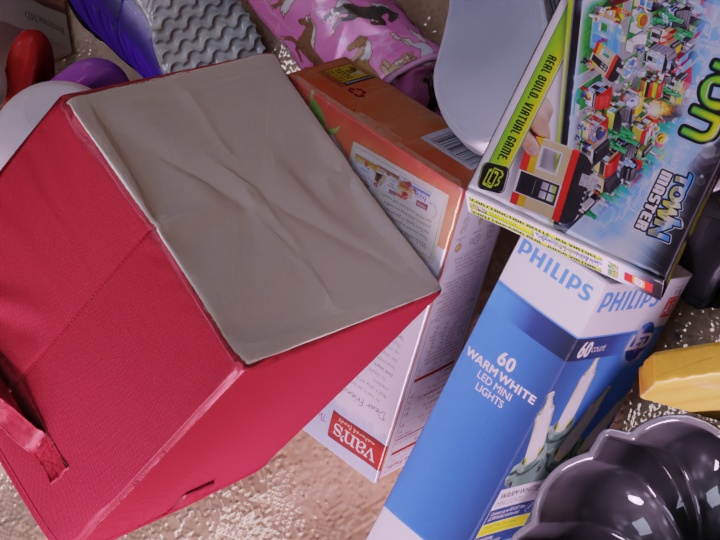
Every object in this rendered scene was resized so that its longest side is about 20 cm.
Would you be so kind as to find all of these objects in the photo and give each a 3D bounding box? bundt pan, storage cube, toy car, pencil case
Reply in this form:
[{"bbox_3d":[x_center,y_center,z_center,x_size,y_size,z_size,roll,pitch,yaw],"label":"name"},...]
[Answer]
[{"bbox_3d":[0.179,0.176,1.073,0.200,0.076,0.204,-2,86,27],"label":"bundt pan"},{"bbox_3d":[-0.101,0.015,1.095,0.180,0.199,0.172,-45,74,35],"label":"storage cube"},{"bbox_3d":[-0.205,-0.078,1.296,0.199,0.176,0.150,26,51,15],"label":"toy car"},{"bbox_3d":[-0.023,-0.161,1.239,0.200,0.086,0.083,52,140,25],"label":"pencil case"}]

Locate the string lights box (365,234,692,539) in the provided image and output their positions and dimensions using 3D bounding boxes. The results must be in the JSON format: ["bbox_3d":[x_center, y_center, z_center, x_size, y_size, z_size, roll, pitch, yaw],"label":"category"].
[{"bbox_3d":[0.089,0.074,1.107,0.059,0.102,0.201,37,113,28],"label":"string lights box"}]

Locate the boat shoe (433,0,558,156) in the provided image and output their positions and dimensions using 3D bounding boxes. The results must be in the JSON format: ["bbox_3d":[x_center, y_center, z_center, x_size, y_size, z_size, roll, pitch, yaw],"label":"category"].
[{"bbox_3d":[0.085,-0.134,1.156,0.073,0.065,0.201,-17,48,26],"label":"boat shoe"}]

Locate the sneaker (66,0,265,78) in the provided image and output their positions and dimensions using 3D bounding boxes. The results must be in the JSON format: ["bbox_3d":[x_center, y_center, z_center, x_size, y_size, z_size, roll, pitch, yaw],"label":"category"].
[{"bbox_3d":[-0.133,-0.160,1.312,0.069,0.099,0.201,-37,90,-23],"label":"sneaker"}]

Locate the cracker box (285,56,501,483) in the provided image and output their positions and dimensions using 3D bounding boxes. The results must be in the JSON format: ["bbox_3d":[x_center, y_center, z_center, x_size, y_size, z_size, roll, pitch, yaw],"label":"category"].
[{"bbox_3d":[0.000,0.000,1.171,0.134,0.057,0.201,35,125,28],"label":"cracker box"}]

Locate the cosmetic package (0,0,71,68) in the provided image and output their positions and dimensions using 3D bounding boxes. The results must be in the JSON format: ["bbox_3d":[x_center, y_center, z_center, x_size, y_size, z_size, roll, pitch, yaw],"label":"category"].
[{"bbox_3d":[-0.266,-0.235,1.375,0.087,0.103,0.202,-17,75,25],"label":"cosmetic package"}]

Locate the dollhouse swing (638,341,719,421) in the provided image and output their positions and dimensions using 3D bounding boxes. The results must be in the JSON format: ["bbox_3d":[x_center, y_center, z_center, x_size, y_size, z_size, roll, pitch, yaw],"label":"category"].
[{"bbox_3d":[0.254,-0.007,1.009,0.175,0.199,0.184,7,84,40],"label":"dollhouse swing"}]

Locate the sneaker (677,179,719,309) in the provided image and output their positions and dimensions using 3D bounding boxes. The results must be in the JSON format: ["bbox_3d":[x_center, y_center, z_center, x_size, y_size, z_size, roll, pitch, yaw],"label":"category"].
[{"bbox_3d":[0.244,-0.040,1.095,0.199,0.074,0.085,-25,76,31],"label":"sneaker"}]

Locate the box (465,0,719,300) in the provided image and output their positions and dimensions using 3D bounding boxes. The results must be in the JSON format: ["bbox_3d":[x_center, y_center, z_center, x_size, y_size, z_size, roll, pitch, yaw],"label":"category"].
[{"bbox_3d":[0.144,-0.099,1.032,0.109,0.035,0.201,24,79,12],"label":"box"}]
